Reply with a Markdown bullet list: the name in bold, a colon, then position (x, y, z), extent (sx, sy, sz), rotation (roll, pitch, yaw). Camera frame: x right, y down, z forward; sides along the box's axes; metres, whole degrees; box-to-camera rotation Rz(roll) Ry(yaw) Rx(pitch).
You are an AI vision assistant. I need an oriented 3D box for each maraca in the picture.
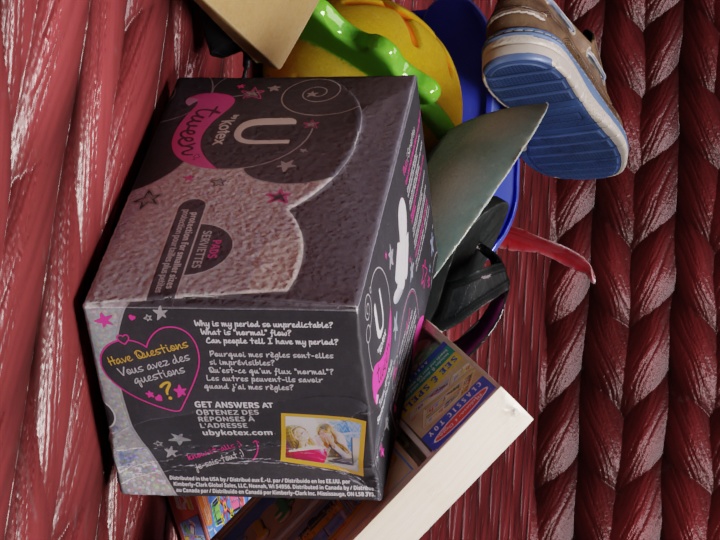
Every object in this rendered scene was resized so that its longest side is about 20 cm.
- **maraca**: position (0.000, -0.111, 1.356), extent (0.107, 0.137, 0.200), rotation (-59, 171, -10)

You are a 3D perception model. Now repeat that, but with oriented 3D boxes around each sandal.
- **sandal**: position (0.050, 0.035, 1.382), extent (0.201, 0.048, 0.076), rotation (-55, 163, -38)

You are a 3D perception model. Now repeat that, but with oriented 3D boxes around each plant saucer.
- **plant saucer**: position (0.031, -0.023, 1.298), extent (0.201, 0.039, 0.201), rotation (-54, -179, 2)

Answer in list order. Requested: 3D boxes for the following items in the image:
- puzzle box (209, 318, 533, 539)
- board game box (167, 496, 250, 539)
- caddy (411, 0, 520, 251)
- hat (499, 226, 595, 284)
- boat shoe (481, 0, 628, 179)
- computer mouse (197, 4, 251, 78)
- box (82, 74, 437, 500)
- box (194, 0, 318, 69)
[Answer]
- **puzzle box**: position (-0.013, 0.116, 1.106), extent (0.025, 0.200, 0.133), rotation (44, -1, -19)
- **board game box**: position (-0.069, 0.134, 1.276), extent (0.201, 0.019, 0.103), rotation (79, 19, -49)
- **caddy**: position (0.034, -0.088, 1.529), extent (0.105, 0.141, 0.201), rotation (54, 39, -67)
- **hat**: position (0.079, -0.071, 1.680), extent (0.200, 0.175, 0.167), rotation (-13, 104, -80)
- **boat shoe**: position (0.131, -0.122, 1.490), extent (0.200, 0.072, 0.073), rotation (53, 37, -62)
- **computer mouse**: position (-0.072, -0.108, 1.236), extent (0.059, 0.034, 0.201), rotation (-33, 132, -63)
- **box**: position (-0.043, 0.002, 1.103), extent (0.200, 0.131, 0.115), rotation (-74, 162, -54)
- **box**: position (-0.041, -0.201, 1.139), extent (0.164, 0.021, 0.200), rotation (-62, 159, -3)
